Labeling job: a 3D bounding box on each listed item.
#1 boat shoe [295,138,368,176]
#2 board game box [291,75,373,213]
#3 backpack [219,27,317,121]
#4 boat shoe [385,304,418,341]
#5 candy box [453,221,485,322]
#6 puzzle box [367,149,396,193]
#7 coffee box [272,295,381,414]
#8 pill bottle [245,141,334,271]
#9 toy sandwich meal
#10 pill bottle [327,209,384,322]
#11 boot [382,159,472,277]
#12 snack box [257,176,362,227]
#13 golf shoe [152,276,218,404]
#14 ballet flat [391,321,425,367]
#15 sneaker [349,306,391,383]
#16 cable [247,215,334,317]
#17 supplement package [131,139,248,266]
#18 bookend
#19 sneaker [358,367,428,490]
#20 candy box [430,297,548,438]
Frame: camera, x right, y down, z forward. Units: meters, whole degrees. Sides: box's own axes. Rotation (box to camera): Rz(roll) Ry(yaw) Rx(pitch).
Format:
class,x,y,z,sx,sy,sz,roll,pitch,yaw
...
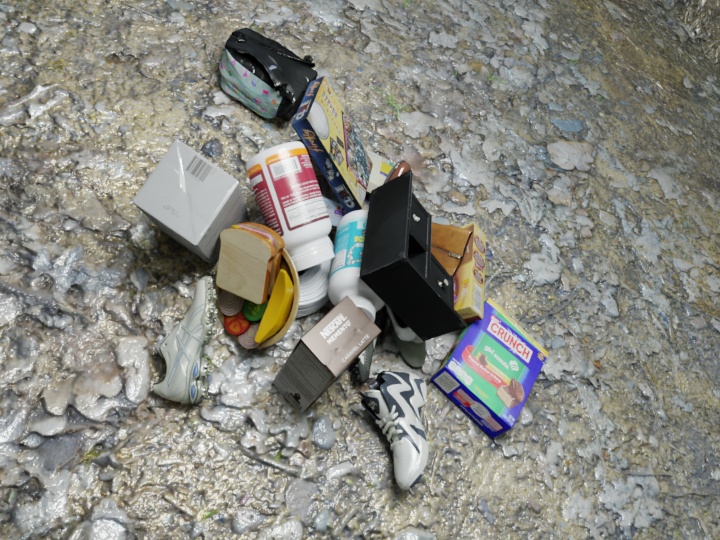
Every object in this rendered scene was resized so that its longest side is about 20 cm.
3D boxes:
class,x,y,z,sx,sy,sz,roll,pitch,yaw
boat shoe,-0.056,-0.232,1.114,0.196,0.070,0.075,-16,62,-37
board game box,-0.044,-0.226,1.018,0.202,0.034,0.138,56,34,-36
backpack,-0.207,-0.418,1.201,0.196,0.128,0.169,30,43,-4
boat shoe,0.073,0.028,1.048,0.072,0.066,0.205,-20,62,6
candy box,0.192,0.011,1.139,0.056,0.115,0.205,36,50,-37
puzzle box,0.022,-0.216,1.226,0.195,0.026,0.135,25,36,-9
coffee box,-0.059,0.141,0.908,0.080,0.201,0.114,44,54,6
pill bottle,-0.116,-0.106,0.967,0.111,0.112,0.206,-21,95,-32
toy sandwich meal,-0.183,0.028,0.925,0.208,0.204,0.070,58,24,15
pill bottle,0.000,0.000,1.001,0.108,0.112,0.204,17,51,-14
boot,0.126,-0.101,1.104,0.196,0.194,0.068,22,8,28
snack box,-0.100,-0.152,1.106,0.194,0.054,0.143,16,26,-15
golf shoe,-0.281,0.105,0.894,0.094,0.079,0.207,6,72,-5
ballet flat,0.090,0.083,1.090,0.066,0.064,0.205,-2,64,-30
sneaker,0.019,0.109,1.044,0.088,0.067,0.205,7,58,-17
cable,-0.133,-0.015,1.043,0.194,0.069,0.205,0,63,-24
supplement package,-0.273,-0.104,0.933,0.120,0.200,0.122,33,79,-2
bookend,0.098,-0.023,0.973,0.200,0.090,0.203,45,38,-34
sneaker,0.047,0.256,0.953,0.127,0.079,0.204,25,54,-22
candy box,0.257,0.187,1.100,0.168,0.077,0.200,41,53,3
